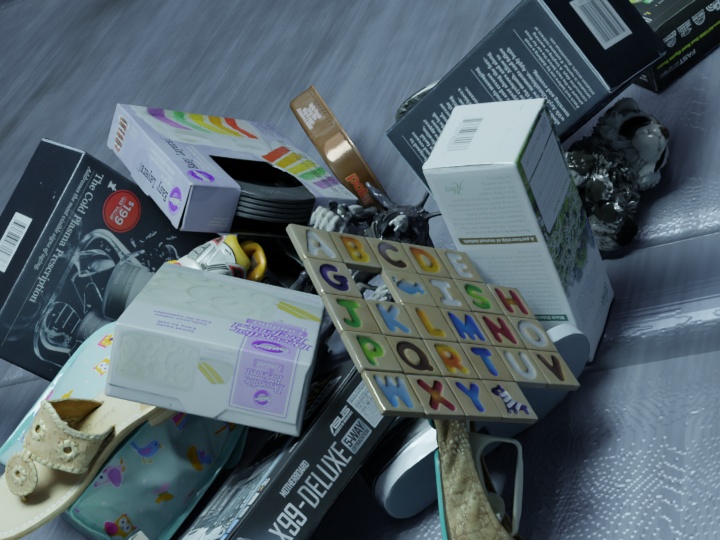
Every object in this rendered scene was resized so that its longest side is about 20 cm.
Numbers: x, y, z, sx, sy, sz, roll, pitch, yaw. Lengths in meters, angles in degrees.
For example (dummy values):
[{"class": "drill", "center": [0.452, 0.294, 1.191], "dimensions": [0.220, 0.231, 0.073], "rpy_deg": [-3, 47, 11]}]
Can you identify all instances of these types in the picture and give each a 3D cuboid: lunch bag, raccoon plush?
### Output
[{"class": "lunch bag", "center": [-0.193, 0.134, 1.120], "dimensions": [0.169, 0.122, 0.201], "rpy_deg": [15, 60, 50]}, {"class": "raccoon plush", "center": [0.180, -0.084, 1.135], "dimensions": [0.198, 0.098, 0.134], "rpy_deg": [-6, 32, 35]}]

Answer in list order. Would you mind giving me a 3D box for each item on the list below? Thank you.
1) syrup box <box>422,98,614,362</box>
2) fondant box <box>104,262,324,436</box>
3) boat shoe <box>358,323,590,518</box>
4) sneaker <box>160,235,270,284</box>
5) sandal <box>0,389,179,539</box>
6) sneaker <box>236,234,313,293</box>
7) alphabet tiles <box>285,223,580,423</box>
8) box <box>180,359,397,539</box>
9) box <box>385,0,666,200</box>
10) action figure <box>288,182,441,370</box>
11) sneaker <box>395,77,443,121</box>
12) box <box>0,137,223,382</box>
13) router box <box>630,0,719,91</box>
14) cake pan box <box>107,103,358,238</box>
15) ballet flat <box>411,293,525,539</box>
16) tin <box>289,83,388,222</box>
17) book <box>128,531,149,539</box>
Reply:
[{"class": "syrup box", "center": [0.126, -0.025, 0.987], "dimensions": [0.080, 0.202, 0.079], "rpy_deg": [-1, 42, 32]}, {"class": "fondant box", "center": [-0.104, 0.055, 0.991], "dimensions": [0.142, 0.059, 0.200], "rpy_deg": [12, 14, -1]}, {"class": "boat shoe", "center": [0.082, 0.101, 0.974], "dimensions": [0.199, 0.074, 0.068], "rpy_deg": [-42, 46, 0]}, {"class": "sneaker", "center": [-0.114, 0.017, 1.185], "dimensions": [0.082, 0.078, 0.200], "rpy_deg": [-32, -10, 2]}, {"class": "sandal", "center": [-0.223, 0.117, 1.005], "dimensions": [0.211, 0.070, 0.077], "rpy_deg": [-37, 44, -16]}, {"class": "sneaker", "center": [-0.054, -0.031, 1.280], "dimensions": [0.103, 0.061, 0.200], "rpy_deg": [26, 21, 12]}, {"class": "alphabet tiles", "center": [0.059, 0.038, 0.875], "dimensions": [0.008, 0.198, 0.168], "rpy_deg": [-56, 45, 30]}, {"class": "box", "center": [-0.059, 0.162, 0.968], "dimensions": [0.201, 0.050, 0.157], "rpy_deg": [-51, 8, -25]}, {"class": "box", "center": [0.145, -0.155, 1.129], "dimensions": [0.200, 0.108, 0.148], "rpy_deg": [-41, -3, 38]}, {"class": "action figure", "center": [0.000, 0.000, 1.130], "dimensions": [0.200, 0.119, 0.102], "rpy_deg": [-43, -8, 3]}, {"class": "sneaker", "center": [0.131, -0.183, 1.336], "dimensions": [0.197, 0.075, 0.080], "rpy_deg": [-21, 23, 6]}, {"class": "box", "center": [-0.260, 0.009, 1.233], "dimensions": [0.103, 0.181, 0.202], "rpy_deg": [18, 80, 50]}, {"class": "router box", "center": [0.292, -0.271, 1.314], "dimensions": [0.149, 0.063, 0.200], "rpy_deg": [-36, 32, -8]}, {"class": "cake pan box", "center": [-0.123, -0.091, 1.220], "dimensions": [0.182, 0.053, 0.200], "rpy_deg": [2, 27, -33]}, {"class": "ballet flat", "center": [0.077, 0.111, 0.892], "dimensions": [0.064, 0.203, 0.070], "rpy_deg": [-13, -4, 11]}, {"class": "tin", "center": [-0.022, -0.123, 1.333], "dimensions": [0.042, 0.113, 0.200], "rpy_deg": [-30, 31, 0]}, {"class": "book", "center": [-0.242, 0.288, 0.956], "dimensions": [0.199, 0.048, 0.134], "rpy_deg": [-39, 7, 13]}]
